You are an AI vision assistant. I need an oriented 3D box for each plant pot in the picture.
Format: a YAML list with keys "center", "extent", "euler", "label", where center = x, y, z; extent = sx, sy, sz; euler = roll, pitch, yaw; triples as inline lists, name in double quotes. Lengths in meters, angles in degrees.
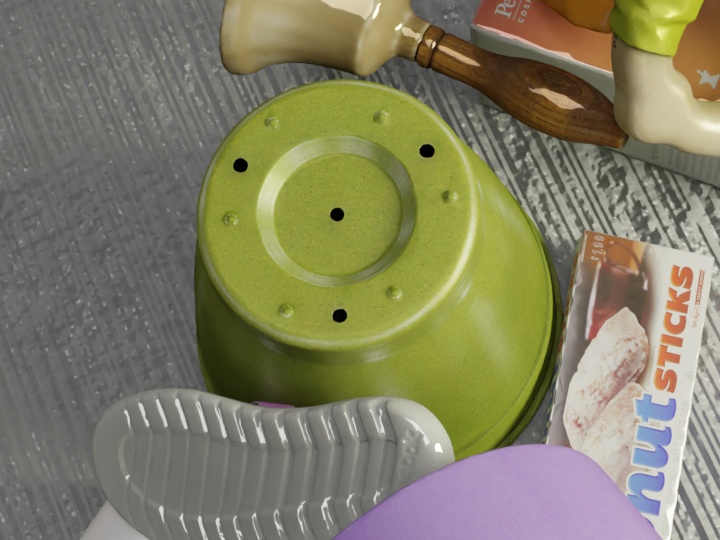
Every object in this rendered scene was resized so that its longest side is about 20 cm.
- center: [0.000, 0.000, 0.937]
  extent: [0.200, 0.193, 0.201]
  euler: [-2, 74, 5]
  label: "plant pot"

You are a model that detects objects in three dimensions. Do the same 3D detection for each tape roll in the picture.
- center: [0.047, 0.171, 0.833]
  extent: [0.200, 0.200, 0.066]
  euler: [-36, 51, -5]
  label: "tape roll"

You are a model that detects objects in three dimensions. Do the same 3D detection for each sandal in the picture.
- center: [-0.040, 0.095, 0.893]
  extent: [0.203, 0.050, 0.083]
  euler: [-1, 94, 33]
  label: "sandal"

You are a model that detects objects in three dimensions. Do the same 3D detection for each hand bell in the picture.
- center: [0.041, -0.108, 0.936]
  extent: [0.200, 0.104, 0.104]
  euler: [25, 78, 14]
  label: "hand bell"

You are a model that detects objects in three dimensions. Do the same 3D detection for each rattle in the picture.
- center: [0.199, -0.133, 0.929]
  extent: [0.200, 0.143, 0.130]
  euler: [-15, 105, -14]
  label: "rattle"

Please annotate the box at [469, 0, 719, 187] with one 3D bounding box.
- center: [0.178, -0.140, 1.004]
  extent: [0.200, 0.106, 0.152]
  euler: [20, 77, 11]
  label: "box"

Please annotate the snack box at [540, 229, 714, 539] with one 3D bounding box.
- center: [0.132, 0.082, 0.981]
  extent: [0.072, 0.024, 0.200]
  euler: [12, 75, -2]
  label: "snack box"

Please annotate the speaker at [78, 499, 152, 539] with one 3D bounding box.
- center: [-0.139, 0.198, 0.954]
  extent: [0.081, 0.081, 0.200]
  euler: [33, 79, 14]
  label: "speaker"
